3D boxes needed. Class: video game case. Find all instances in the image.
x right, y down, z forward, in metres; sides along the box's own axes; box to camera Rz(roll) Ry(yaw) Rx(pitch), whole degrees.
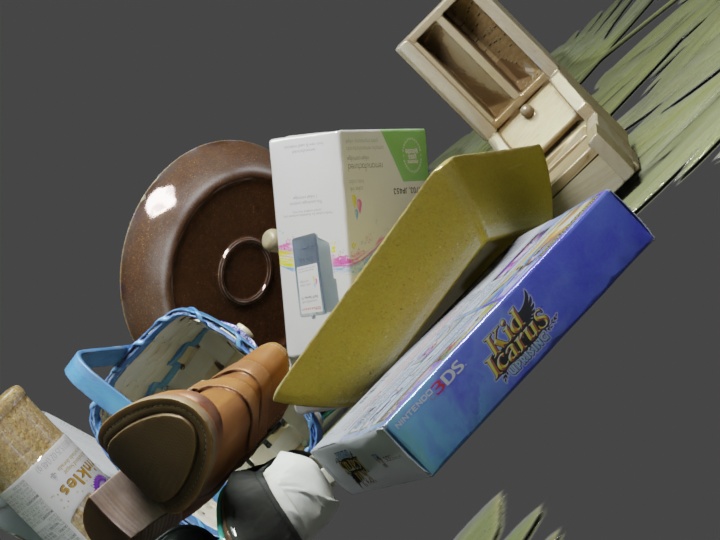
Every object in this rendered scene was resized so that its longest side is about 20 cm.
[{"bbox_3d":[0.071,0.048,1.474,0.200,0.045,0.181,-46,3,-16],"label":"video game case"}]

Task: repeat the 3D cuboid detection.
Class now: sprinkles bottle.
[{"bbox_3d":[-0.205,0.176,1.777,0.068,0.200,0.068,-44,5,4],"label":"sprinkles bottle"}]

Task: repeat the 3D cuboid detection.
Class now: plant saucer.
[{"bbox_3d":[0.049,0.013,1.615,0.200,0.048,0.200,-54,-15,18],"label":"plant saucer"},{"bbox_3d":[-0.099,-0.001,1.919,0.034,0.201,0.200,14,52,48],"label":"plant saucer"}]

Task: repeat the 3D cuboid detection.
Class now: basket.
[{"bbox_3d":[-0.119,0.111,1.783,0.139,0.176,0.200,-51,-6,15],"label":"basket"}]

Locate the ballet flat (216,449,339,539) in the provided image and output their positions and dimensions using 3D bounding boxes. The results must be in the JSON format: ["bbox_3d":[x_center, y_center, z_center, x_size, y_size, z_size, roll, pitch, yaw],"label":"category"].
[{"bbox_3d":[-0.050,0.145,1.563,0.068,0.068,0.200,-33,5,4],"label":"ballet flat"}]

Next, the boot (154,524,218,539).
[{"bbox_3d":[-0.135,0.229,1.464,0.165,0.066,0.200,-57,0,-6],"label":"boot"}]

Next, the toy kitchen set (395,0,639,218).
[{"bbox_3d":[0.083,-0.089,1.787,0.163,0.180,0.200,-44,5,11],"label":"toy kitchen set"}]

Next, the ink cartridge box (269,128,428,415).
[{"bbox_3d":[0.000,0.000,1.770,0.067,0.201,0.117,-4,1,35],"label":"ink cartridge box"}]

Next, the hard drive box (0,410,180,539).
[{"bbox_3d":[-0.208,0.187,1.936,0.077,0.156,0.200,-61,4,0],"label":"hard drive box"}]

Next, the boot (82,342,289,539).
[{"bbox_3d":[-0.092,0.098,1.561,0.155,0.077,0.200,-39,-15,-34],"label":"boot"}]

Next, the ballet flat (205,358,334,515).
[{"bbox_3d":[-0.073,0.124,1.935,0.200,0.072,0.072,-46,5,-24],"label":"ballet flat"}]

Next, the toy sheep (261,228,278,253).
[{"bbox_3d":[0.006,-0.011,1.900,0.138,0.199,0.138,-19,67,55],"label":"toy sheep"}]
